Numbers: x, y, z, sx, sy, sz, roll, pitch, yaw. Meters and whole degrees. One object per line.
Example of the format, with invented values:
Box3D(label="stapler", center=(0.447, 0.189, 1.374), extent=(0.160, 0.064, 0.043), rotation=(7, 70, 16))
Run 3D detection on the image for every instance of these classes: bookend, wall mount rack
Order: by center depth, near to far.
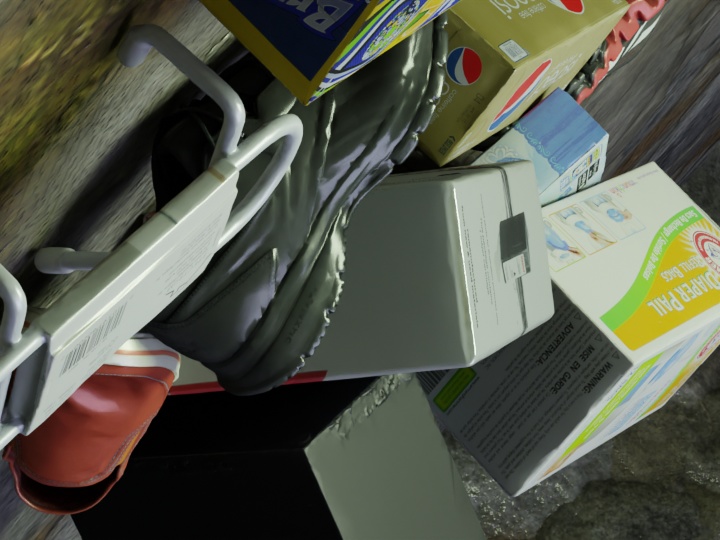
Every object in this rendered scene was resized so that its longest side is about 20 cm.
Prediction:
Box3D(label="wall mount rack", center=(-0.112, 0.005, 0.970), extent=(0.200, 0.074, 0.174), rotation=(-43, 168, -34))
Box3D(label="bookend", center=(-0.037, 0.153, 1.369), extent=(0.198, 0.201, 0.092), rotation=(-7, -156, 42))

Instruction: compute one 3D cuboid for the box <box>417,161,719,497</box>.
Box3D(label="box", center=(0.124, 0.028, 1.490), extent=(0.113, 0.101, 0.200), rotation=(-51, 165, 28))

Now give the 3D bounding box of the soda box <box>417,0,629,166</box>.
Box3D(label="soda box", center=(0.071, -0.118, 1.419), extent=(0.068, 0.064, 0.200), rotation=(-51, 172, 25))

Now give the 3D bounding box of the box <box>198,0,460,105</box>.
Box3D(label="box", center=(0.020, -0.135, 0.991), extent=(0.064, 0.070, 0.200), rotation=(-50, 173, 38))

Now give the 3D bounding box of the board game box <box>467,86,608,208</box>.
Box3D(label="board game box", center=(0.048, 0.007, 1.520), extent=(0.199, 0.043, 0.200), rotation=(-42, 167, -10))

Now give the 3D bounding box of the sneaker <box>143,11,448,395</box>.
Box3D(label="sneaker", center=(-0.032, -0.054, 1.087), extent=(0.076, 0.091, 0.201), rotation=(9, -106, 57))

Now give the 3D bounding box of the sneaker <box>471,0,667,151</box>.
Box3D(label="sneaker", center=(0.120, -0.133, 1.596), extent=(0.201, 0.071, 0.098), rotation=(-47, 171, -20))

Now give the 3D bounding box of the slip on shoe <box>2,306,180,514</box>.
Box3D(label="slip on shoe", center=(-0.119, 0.060, 1.158), extent=(0.200, 0.074, 0.062), rotation=(123, -22, -70))

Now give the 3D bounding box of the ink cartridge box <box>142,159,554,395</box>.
Box3D(label="ink cartridge box", center=(0.000, 0.000, 1.264), extent=(0.143, 0.084, 0.200), rotation=(-6, -177, 14))

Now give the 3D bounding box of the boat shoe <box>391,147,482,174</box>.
Box3D(label="boat shoe", center=(0.026, -0.037, 1.580), extent=(0.072, 0.076, 0.200), rotation=(-48, 165, 29))
